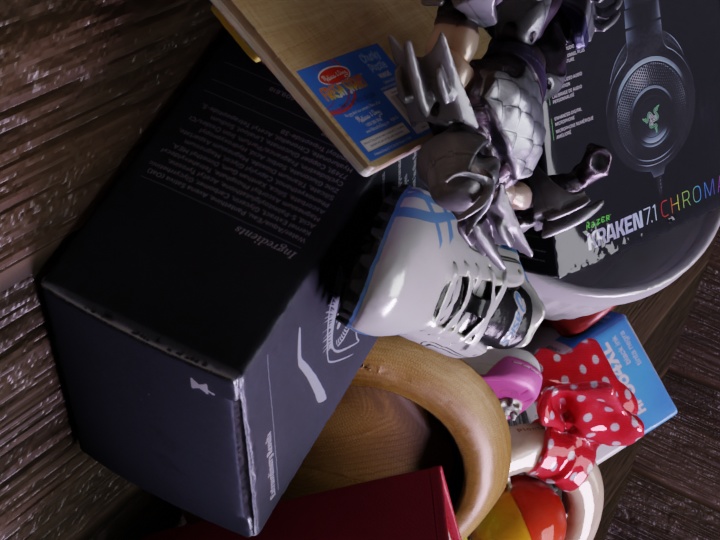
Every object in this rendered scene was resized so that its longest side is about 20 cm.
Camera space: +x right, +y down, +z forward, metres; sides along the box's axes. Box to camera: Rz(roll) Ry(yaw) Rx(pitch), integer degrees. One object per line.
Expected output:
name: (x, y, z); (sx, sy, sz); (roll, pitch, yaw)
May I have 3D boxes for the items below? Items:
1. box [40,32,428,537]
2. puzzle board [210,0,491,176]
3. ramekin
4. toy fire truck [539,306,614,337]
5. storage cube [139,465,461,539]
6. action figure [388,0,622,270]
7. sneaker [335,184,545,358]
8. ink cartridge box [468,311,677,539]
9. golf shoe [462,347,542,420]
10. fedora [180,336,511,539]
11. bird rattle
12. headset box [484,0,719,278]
box: (-0.048, -0.004, 0.898); (0.201, 0.104, 0.149); (-56, 162, -31)
puzzle board: (-0.010, -0.115, 0.811); (0.017, 0.151, 0.200); (-41, 176, 27)
ramekin: (0.127, -0.063, 1.233); (0.201, 0.199, 0.105); (-59, -174, -25)
toy fire truck: (0.090, 0.015, 1.368); (0.167, 0.112, 0.200); (-39, -175, -3)
storage cube: (-0.017, 0.239, 1.025); (0.201, 0.178, 0.172); (-95, 170, -60)
action figure: (0.069, -0.089, 0.786); (0.201, 0.069, 0.131); (-63, 150, -41)
sneaker: (0.042, 0.007, 0.889); (0.073, 0.072, 0.200); (-66, 163, 6)
ink cartridge box: (0.109, 0.113, 1.375); (0.199, 0.085, 0.146); (-31, -174, -6)
golf shoe: (0.042, 0.051, 1.205); (0.075, 0.199, 0.092); (28, 68, -33)
fedora: (-0.013, 0.096, 1.103); (0.082, 0.198, 0.202); (-108, -152, -56)
bird rattle: (0.102, 0.143, 1.264); (0.199, 0.112, 0.164); (-29, 127, -20)
headset box: (0.128, -0.122, 1.078); (0.173, 0.092, 0.202); (-21, 112, -37)
